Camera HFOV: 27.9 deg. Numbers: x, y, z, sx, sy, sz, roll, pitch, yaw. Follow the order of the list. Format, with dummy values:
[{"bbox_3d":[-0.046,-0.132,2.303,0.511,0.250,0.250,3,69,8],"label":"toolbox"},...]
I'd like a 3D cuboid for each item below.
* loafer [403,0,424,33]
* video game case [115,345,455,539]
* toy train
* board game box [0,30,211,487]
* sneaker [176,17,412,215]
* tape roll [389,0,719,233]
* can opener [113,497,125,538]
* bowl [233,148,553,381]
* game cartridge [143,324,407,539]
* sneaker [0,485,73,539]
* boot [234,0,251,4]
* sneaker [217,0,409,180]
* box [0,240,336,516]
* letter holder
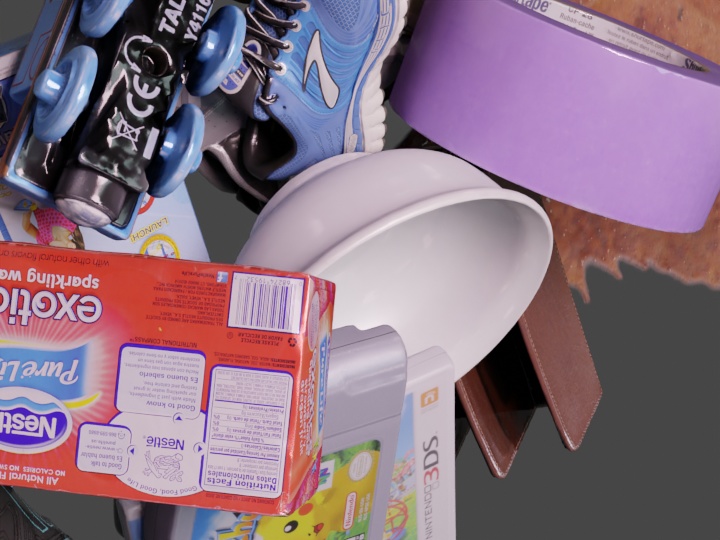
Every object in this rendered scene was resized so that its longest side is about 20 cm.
[{"bbox_3d":[0.036,-0.185,0.921,0.199,0.075,0.069,2,106,-59],"label":"loafer"},{"bbox_3d":[-0.032,0.150,0.823,0.198,0.022,0.183,-22,133,-21],"label":"video game case"},{"bbox_3d":[-0.110,-0.112,0.688,0.086,0.114,0.202,26,72,-30],"label":"toy train"},{"bbox_3d":[-0.177,-0.009,0.745,0.199,0.056,0.198,-32,113,-39],"label":"board game box"},{"bbox_3d":[-0.037,-0.090,0.879,0.198,0.075,0.117,-3,102,-38],"label":"sneaker"},{"bbox_3d":[0.122,-0.102,0.837,0.199,0.200,0.086,5,113,-44],"label":"tape roll"},{"bbox_3d":[-0.082,0.068,0.842,0.067,0.053,0.202,38,65,-42],"label":"can opener"},{"bbox_3d":[0.000,0.000,0.796,0.200,0.091,0.202,-25,150,-16],"label":"bowl"},{"bbox_3d":[-0.047,0.126,0.753,0.132,0.041,0.202,-12,129,-25],"label":"game cartridge"},{"bbox_3d":[-0.157,0.146,0.686,0.076,0.079,0.200,-60,167,-9],"label":"sneaker"},{"bbox_3d":[-0.008,-0.251,0.813,0.072,0.201,0.156,34,35,6],"label":"boot"},{"bbox_3d":[-0.031,-0.119,0.750,0.088,0.079,0.201,-22,141,-23],"label":"sneaker"},{"bbox_3d":[-0.115,0.042,0.626,0.095,0.198,0.101,30,65,-83],"label":"box"},{"bbox_3d":[0.067,0.036,0.925,0.142,0.100,0.202,-52,127,-55],"label":"letter holder"}]
